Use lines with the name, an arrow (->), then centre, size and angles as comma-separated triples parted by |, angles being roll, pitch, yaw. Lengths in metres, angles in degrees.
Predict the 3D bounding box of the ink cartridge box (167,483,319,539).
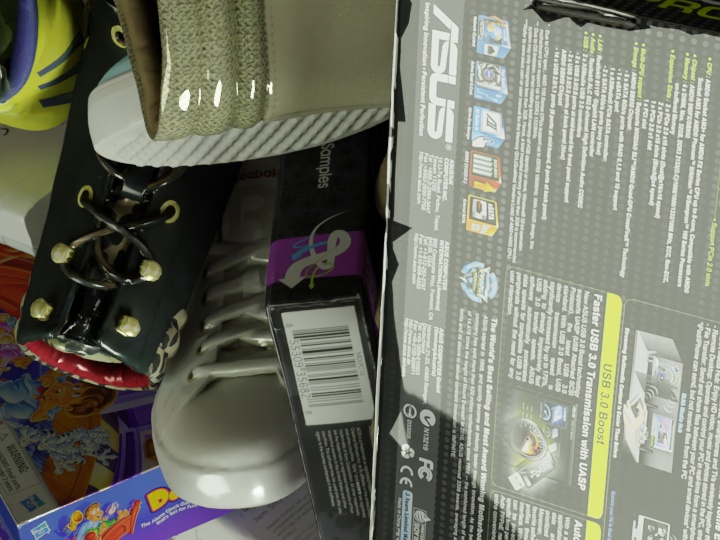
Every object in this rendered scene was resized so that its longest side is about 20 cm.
ink cartridge box -> -0.056, 0.073, 1.045 | 0.200, 0.115, 0.068 | 32, 143, 32

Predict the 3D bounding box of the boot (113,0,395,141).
boot -> -0.001, -0.134, 0.676 | 0.072, 0.154, 0.201 | 127, 137, -71

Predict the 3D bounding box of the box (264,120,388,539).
box -> 0.000, 0.000, 0.845 | 0.036, 0.200, 0.143 | -6, 130, 6

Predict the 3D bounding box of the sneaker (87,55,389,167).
sneaker -> 0.001, -0.097, 0.760 | 0.074, 0.199, 0.082 | 67, -178, -72

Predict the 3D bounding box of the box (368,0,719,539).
box -> 0.082, 0.030, 0.586 | 0.160, 0.044, 0.201 | 15, 116, 27

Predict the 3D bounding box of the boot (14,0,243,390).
boot -> -0.073, -0.045, 0.836 | 0.073, 0.154, 0.204 | 16, 167, 0

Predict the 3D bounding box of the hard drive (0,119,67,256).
hard drive -> -0.152, -0.070, 1.013 | 0.200, 0.132, 0.027 | 20, 136, 42

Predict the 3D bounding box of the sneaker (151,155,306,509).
sneaker -> -0.044, 0.009, 0.912 | 0.073, 0.200, 0.085 | -5, 121, 8

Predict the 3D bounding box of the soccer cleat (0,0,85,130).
soccer cleat -> -0.133, -0.084, 0.839 | 0.064, 0.084, 0.200 | 6, 161, -1

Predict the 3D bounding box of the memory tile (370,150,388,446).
memory tile -> 0.078, -0.031, 0.688 | 0.200, 0.154, 0.017 | -31, 127, 30

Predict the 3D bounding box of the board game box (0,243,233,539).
board game box -> -0.117, 0.032, 1.011 | 0.200, 0.134, 0.045 | 51, 155, 42
